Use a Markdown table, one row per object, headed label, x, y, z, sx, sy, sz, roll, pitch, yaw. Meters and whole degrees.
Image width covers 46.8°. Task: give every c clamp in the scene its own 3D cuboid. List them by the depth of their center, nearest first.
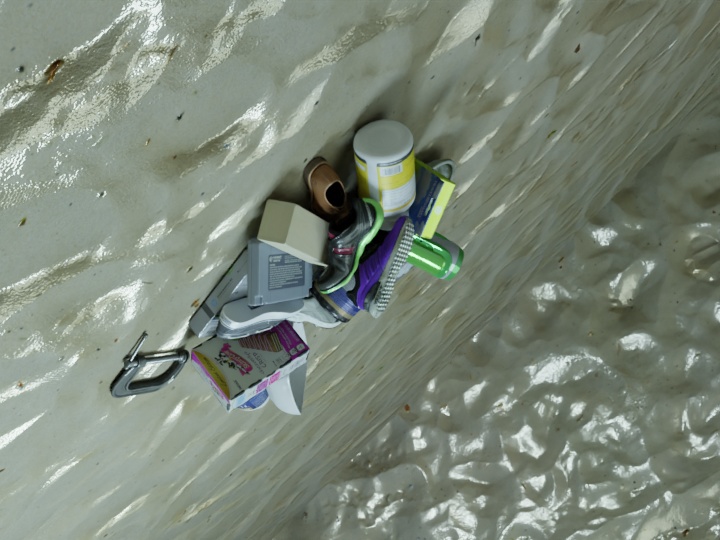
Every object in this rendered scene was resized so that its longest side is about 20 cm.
| label | x | y | z | sx | sy | sz | roll | pitch | yaw |
| --- | --- | --- | --- | --- | --- | --- | --- | --- | --- |
| c clamp | -0.402 | 0.191 | 1.627 | 0.171 | 0.027 | 0.200 | -49 | 159 | 13 |

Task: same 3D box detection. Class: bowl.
| label | x | y | z | sx | sy | sz | roll | pitch | yaw |
| --- | --- | --- | --- | --- | --- | --- | --- | --- | --- |
| bowl | -0.174 | 0.211 | 1.906 | 0.074 | 0.201 | 0.201 | -1 | 142 | 5 |

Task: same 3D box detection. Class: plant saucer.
| label | x | y | z | sx | sy | sz | roll | pitch | yaw |
| --- | --- | --- | --- | --- | --- | --- | --- | --- | --- |
| plant saucer | 0.128 | -0.180 | 1.865 | 0.200 | 0.050 | 0.201 | -40 | 160 | -18 |

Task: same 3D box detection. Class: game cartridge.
| label | x | y | z | sx | sy | sz | roll | pitch | yaw |
| --- | --- | --- | --- | --- | --- | --- | --- | --- | --- |
| game cartridge | -0.152 | -0.009 | 1.585 | 0.199 | 0.041 | 0.135 | -7 | 95 | -64 |

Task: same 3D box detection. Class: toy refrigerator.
| label | x | y | z | sx | sy | sz | roll | pitch | yaw |
| --- | --- | --- | --- | --- | --- | --- | --- | --- | --- |
| toy refrigerator | -0.110 | -0.067 | 1.552 | 0.200 | 0.069 | 0.077 | 25 | 78 | -62 |

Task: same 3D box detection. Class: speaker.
| label | x | y | z | sx | sy | sz | roll | pitch | yaw |
| --- | --- | --- | --- | --- | --- | --- | --- | --- | --- |
| speaker | 0.119 | -0.053 | 1.779 | 0.089 | 0.198 | 0.089 | -56 | -162 | 29 |

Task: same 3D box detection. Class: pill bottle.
| label | x | y | z | sx | sy | sz | roll | pitch | yaw |
| --- | --- | --- | --- | --- | --- | --- | --- | --- | --- |
| pill bottle | 0.048 | -0.174 | 1.572 | 0.112 | 0.112 | 0.201 | -35 | 144 | -23 |
| pill bottle | 0.000 | 0.000 | 1.688 | 0.200 | 0.112 | 0.112 | -46 | 160 | 8 |
| pill bottle | -0.266 | 0.259 | 1.907 | 0.111 | 0.111 | 0.200 | -40 | 160 | -8 |

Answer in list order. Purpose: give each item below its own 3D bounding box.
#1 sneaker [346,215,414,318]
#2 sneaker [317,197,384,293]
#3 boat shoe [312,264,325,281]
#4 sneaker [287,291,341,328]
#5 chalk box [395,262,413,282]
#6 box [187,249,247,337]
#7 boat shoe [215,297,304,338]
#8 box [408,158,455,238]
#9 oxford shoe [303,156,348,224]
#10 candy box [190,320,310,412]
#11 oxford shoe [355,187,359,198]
| label | x | y | z | sx | sy | sz | roll | pitch | yaw |
| --- | --- | --- | --- | --- | --- | --- | --- | --- | --- |
| sneaker | 0.029 | -0.020 | 1.591 | 0.202 | 0.099 | 0.069 | -67 | 159 | 4 |
| sneaker | -0.034 | -0.051 | 1.550 | 0.083 | 0.077 | 0.201 | 23 | 104 | -23 |
| boat shoe | -0.095 | -0.045 | 1.708 | 0.069 | 0.071 | 0.200 | 23 | 119 | -39 |
| sneaker | -0.101 | 0.077 | 1.863 | 0.199 | 0.074 | 0.080 | 12 | 114 | -44 |
| chalk box | 0.012 | -0.009 | 1.889 | 0.200 | 0.124 | 0.125 | -41 | 162 | -3 |
| box | -0.230 | 0.045 | 1.646 | 0.200 | 0.041 | 0.156 | -49 | 160 | 18 |
| boat shoe | -0.198 | 0.090 | 1.636 | 0.199 | 0.072 | 0.068 | -18 | 147 | -47 |
| box | 0.117 | -0.149 | 1.674 | 0.047 | 0.200 | 0.123 | 15 | 106 | -28 |
| oxford shoe | -0.053 | -0.128 | 1.564 | 0.071 | 0.071 | 0.200 | -41 | 154 | -8 |
| candy box | -0.219 | 0.169 | 1.660 | 0.199 | 0.137 | 0.061 | -32 | 159 | -28 |
| oxford shoe | 0.012 | -0.144 | 1.704 | 0.084 | 0.073 | 0.201 | -3 | 127 | -51 |
